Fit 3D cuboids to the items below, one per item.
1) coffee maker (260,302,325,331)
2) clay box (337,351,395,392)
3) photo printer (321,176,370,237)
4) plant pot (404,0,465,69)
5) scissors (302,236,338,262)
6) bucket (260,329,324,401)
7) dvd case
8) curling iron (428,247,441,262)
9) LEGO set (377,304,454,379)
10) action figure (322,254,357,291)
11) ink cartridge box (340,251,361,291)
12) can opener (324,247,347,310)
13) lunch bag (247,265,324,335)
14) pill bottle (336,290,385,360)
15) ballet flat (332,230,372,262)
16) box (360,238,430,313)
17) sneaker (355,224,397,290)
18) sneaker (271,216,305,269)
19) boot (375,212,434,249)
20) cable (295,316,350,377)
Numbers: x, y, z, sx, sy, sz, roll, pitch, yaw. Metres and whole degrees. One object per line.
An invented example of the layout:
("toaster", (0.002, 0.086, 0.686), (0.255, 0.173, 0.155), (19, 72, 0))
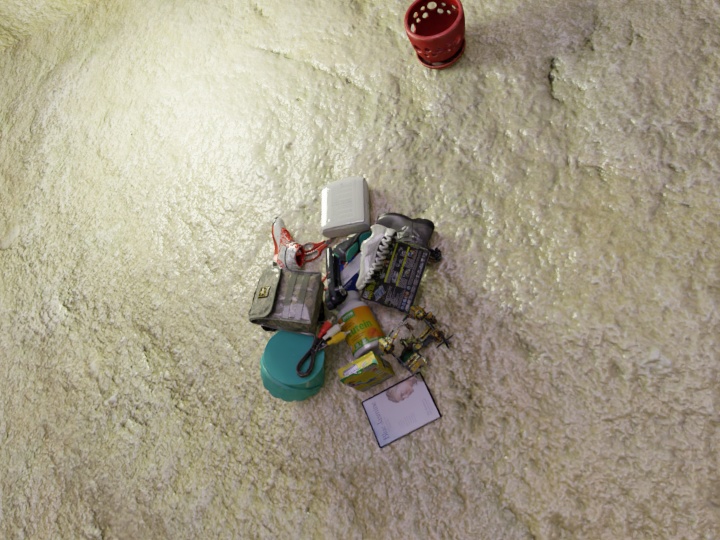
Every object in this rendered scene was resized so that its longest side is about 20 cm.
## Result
("coffee maker", (-0.215, 0.115, 1.767), (0.199, 0.192, 0.136), (-7, 87, -4))
("clay box", (0.015, 0.286, 1.581), (0.115, 0.200, 0.048), (-29, 63, 7))
("photo printer", (-0.050, -0.217, 1.865), (0.165, 0.069, 0.201), (-11, 62, 17))
("plant pot", (0.265, -0.808, 1.912), (0.199, 0.182, 0.202), (-8, 68, 19))
("scissors", (-0.110, -0.089, 1.878), (0.199, 0.014, 0.073), (-21, 62, 11))
("bucket", (-0.199, 0.276, 1.660), (0.206, 0.135, 0.208), (4, 59, -6))
("dvd case", (0.114, 0.397, 1.604), (0.199, 0.018, 0.143), (-30, 64, 8))
("curling iron", (0.164, -0.054, 1.755), (0.199, 0.026, 0.050), (7, 52, 28))
("LEGO set", (0.159, 0.205, 1.579), (0.200, 0.154, 0.116), (-39, 27, -9))
("action figure", (-0.066, -0.025, 1.797), (0.052, 0.065, 0.200), (-3, 43, 55))
("ink cartridge box", (0.000, 0.000, 1.749), (0.200, 0.094, 0.044), (-46, 61, 5))
("can opener", (-0.083, 0.018, 1.689), (0.078, 0.063, 0.201), (-17, 63, 22))
("lunch bag", (-0.216, 0.083, 1.615), (0.199, 0.118, 0.165), (7, 65, 8))
("pill bottle", (-0.005, 0.164, 1.684), (0.111, 0.111, 0.201), (-31, 63, 7))
("ballet flat", (-0.024, -0.084, 1.755), (0.073, 0.200, 0.073), (13, 118, 26))
("box", (0.103, 0.010, 1.674), (0.159, 0.044, 0.201), (18, 98, 4))
("sneaker", (0.031, -0.039, 1.623), (0.081, 0.075, 0.201), (27, 94, 13))
("sneaker", (-0.239, -0.092, 1.890), (0.107, 0.067, 0.203), (-11, 72, 27))
("boot", (0.125, -0.107, 1.745), (0.199, 0.070, 0.132), (7, 57, 24))
("cable", (-0.124, 0.210, 1.602), (0.097, 0.050, 0.200), (37, 59, 18))
